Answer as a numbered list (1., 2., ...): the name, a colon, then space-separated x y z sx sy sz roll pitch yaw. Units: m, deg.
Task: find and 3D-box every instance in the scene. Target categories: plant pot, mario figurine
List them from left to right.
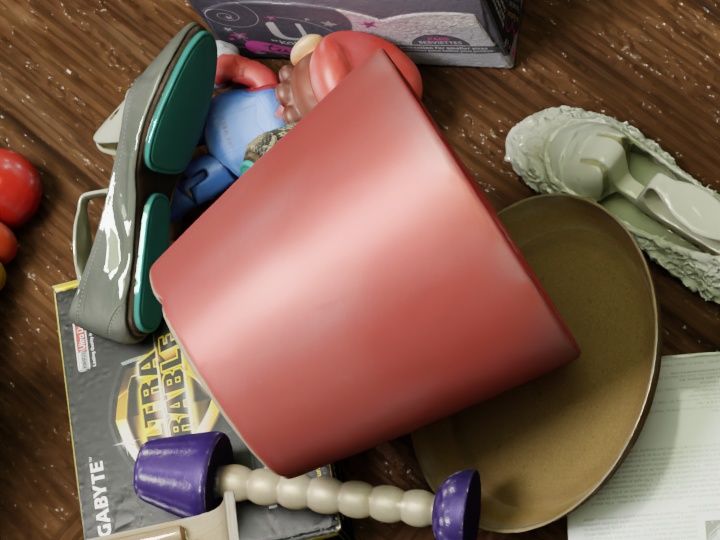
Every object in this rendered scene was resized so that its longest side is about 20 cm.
1. mario figurine: -0.051 -0.087 1.365 0.199 0.124 0.106 -19 29 14
2. plant pot: -0.005 0.008 1.171 0.177 0.200 0.201 -33 66 5
3. plant pot: 0.104 0.055 1.242 0.200 0.027 0.201 -21 60 43

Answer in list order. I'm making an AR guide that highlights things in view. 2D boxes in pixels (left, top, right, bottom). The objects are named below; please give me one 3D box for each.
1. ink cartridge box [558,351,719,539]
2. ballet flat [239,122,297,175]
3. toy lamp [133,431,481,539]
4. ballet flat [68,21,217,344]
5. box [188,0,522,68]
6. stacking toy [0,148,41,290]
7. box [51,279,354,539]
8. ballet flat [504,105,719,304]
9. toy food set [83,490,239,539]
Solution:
1. ink cartridge box: 0.175 0.151 1.225 0.108 0.050 0.201 -5 69 12
2. ballet flat: 0.000 0.000 1.290 0.075 0.068 0.201 -28 94 -19
3. toy lamp: -0.032 0.126 1.229 0.199 0.058 0.058 4 71 13
4. ballet flat: -0.140 -0.057 1.300 0.063 0.067 0.201 11 89 22
5. box: -0.001 -0.203 1.356 0.199 0.132 0.115 5 74 15
6. stacking toy: -0.260 0.011 1.367 0.085 0.085 0.201 16 70 18
7. box: -0.098 0.089 1.314 0.159 0.049 0.201 -13 67 6
8. ballet flat: 0.173 -0.051 1.294 0.200 0.072 0.072 33 80 23
9. toy food set: -0.153 0.207 1.145 0.199 0.060 0.144 -12 67 8
